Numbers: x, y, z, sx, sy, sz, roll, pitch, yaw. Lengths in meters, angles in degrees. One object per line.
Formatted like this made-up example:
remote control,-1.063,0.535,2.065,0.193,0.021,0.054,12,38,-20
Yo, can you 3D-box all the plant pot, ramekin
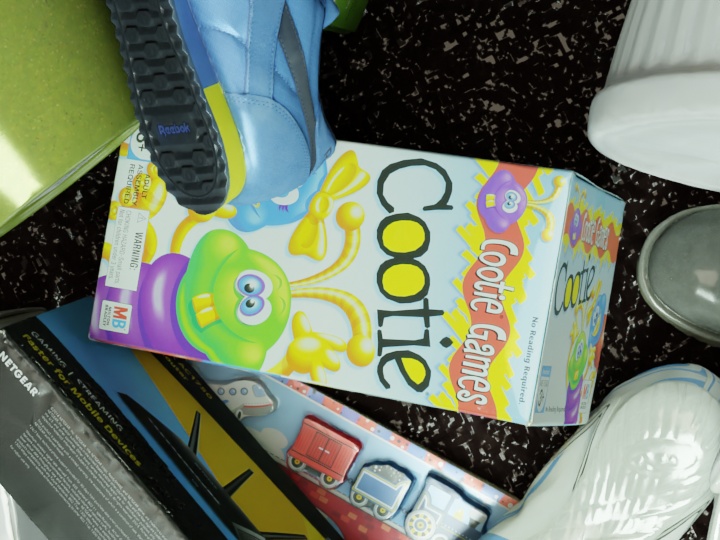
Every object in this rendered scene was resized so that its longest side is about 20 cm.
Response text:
plant pot,-0.180,-0.114,0.686,0.187,0.187,0.200,-38,96,11
ramekin,0.196,-0.084,0.688,0.202,0.202,0.094,7,85,9

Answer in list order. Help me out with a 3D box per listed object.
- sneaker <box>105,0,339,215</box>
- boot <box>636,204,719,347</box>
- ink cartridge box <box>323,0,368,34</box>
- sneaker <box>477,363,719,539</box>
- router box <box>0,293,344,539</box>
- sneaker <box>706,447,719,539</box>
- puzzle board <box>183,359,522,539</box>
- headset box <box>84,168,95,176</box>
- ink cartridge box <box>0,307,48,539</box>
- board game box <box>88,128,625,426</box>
sneaker,-0.056,-0.124,0.656,0.066,0.078,0.200,10,119,51
boot,0.206,0.000,0.683,0.181,0.200,0.073,9,86,7
ink cartridge box,-0.036,-0.227,0.770,0.148,0.076,0.200,25,100,7
sneaker,0.098,0.123,0.783,0.072,0.072,0.200,47,107,13
router box,-0.081,0.103,0.756,0.051,0.149,0.200,-42,88,12
sneaker,0.180,0.127,0.732,0.070,0.080,0.201,11,133,38
puzzle board,-0.040,0.132,0.835,0.200,0.017,0.151,28,99,7
headset box,-0.230,-0.121,0.815,0.149,0.077,0.200,-14,94,11
ink cartridge box,-0.243,0.103,0.830,0.200,0.084,0.146,-7,93,13
board game box,0.000,0.000,0.746,0.200,0.105,0.103,9,89,21
